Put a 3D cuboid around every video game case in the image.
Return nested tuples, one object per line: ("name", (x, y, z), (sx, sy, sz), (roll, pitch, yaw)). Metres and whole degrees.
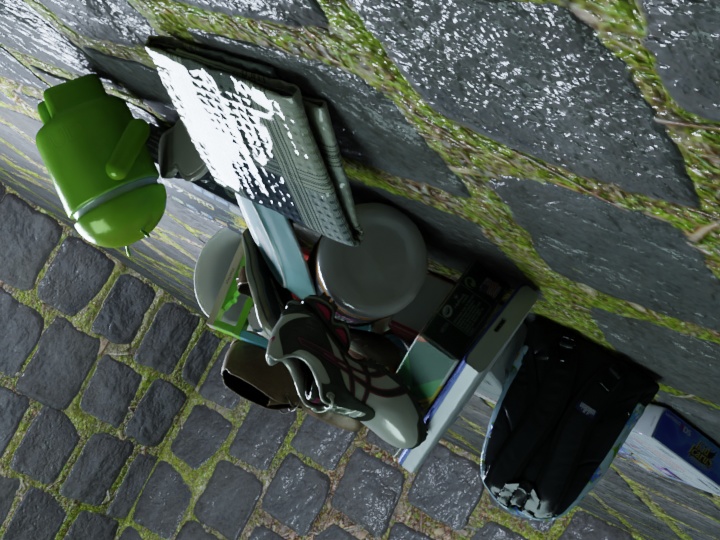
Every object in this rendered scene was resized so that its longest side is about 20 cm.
("video game case", (0.375, 0.217, 1.413), (0.199, 0.046, 0.180), (35, 167, -30))

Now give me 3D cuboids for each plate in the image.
("plate", (-0.101, -0.048, 1.177), (0.202, 0.025, 0.201), (60, 168, 21))

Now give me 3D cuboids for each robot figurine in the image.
("robot figurine", (-0.296, -0.117, 1.258), (0.175, 0.114, 0.203), (-28, 87, 60))

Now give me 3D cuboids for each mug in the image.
("mug", (-0.125, 0.046, 1.568), (0.175, 0.146, 0.203), (27, -141, -63))

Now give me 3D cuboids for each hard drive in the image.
("hard drive", (0.110, 0.115, 1.146), (0.025, 0.132, 0.201), (36, 139, 10))

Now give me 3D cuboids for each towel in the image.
("towel", (-0.092, -0.121, 0.994), (0.191, 0.035, 0.201), (25, 154, 32))

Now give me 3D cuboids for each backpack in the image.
("backpack", (0.219, 0.184, 1.238), (0.161, 0.203, 0.154), (25, 171, 11))

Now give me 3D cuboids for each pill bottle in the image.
("pill bottle", (0.000, 0.000, 1.180), (0.115, 0.118, 0.200), (29, 170, -3))

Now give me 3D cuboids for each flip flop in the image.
("flip flop", (-0.112, 0.020, 1.256), (0.081, 0.057, 0.201), (37, -159, -31))

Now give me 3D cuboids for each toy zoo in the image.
("toy zoo", (-0.075, 0.039, 1.330), (0.197, 0.133, 0.020), (18, 166, 16))

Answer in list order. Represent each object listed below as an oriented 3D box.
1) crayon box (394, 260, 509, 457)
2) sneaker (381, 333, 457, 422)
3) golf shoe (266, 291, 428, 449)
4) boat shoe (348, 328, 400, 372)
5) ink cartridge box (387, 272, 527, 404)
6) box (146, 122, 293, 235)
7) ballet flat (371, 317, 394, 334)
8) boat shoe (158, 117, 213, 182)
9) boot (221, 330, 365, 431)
("crayon box", (0.077, 0.098, 1.166), (0.050, 0.127, 0.201), (33, 138, 8))
("sneaker", (0.069, 0.160, 1.324), (0.200, 0.079, 0.096), (41, -173, -48))
("golf shoe", (-0.017, 0.119, 1.094), (0.200, 0.088, 0.077), (46, 140, -12))
("boat shoe", (-0.023, 0.098, 1.218), (0.075, 0.073, 0.199), (10, -177, -31))
("ink cartridge box", (0.137, 0.092, 1.346), (0.144, 0.086, 0.200), (24, 167, 27))
("box", (-0.180, -0.100, 1.387), (0.197, 0.050, 0.161), (28, 167, 2))
("ballet flat", (0.019, 0.075, 1.355), (0.067, 0.199, 0.068), (-23, 99, 53))
("boat shoe", (-0.174, -0.133, 1.215), (0.062, 0.074, 0.199), (0, -179, -24))
("boot", (-0.081, 0.155, 1.347), (0.197, 0.076, 0.074), (28, 128, -3))
